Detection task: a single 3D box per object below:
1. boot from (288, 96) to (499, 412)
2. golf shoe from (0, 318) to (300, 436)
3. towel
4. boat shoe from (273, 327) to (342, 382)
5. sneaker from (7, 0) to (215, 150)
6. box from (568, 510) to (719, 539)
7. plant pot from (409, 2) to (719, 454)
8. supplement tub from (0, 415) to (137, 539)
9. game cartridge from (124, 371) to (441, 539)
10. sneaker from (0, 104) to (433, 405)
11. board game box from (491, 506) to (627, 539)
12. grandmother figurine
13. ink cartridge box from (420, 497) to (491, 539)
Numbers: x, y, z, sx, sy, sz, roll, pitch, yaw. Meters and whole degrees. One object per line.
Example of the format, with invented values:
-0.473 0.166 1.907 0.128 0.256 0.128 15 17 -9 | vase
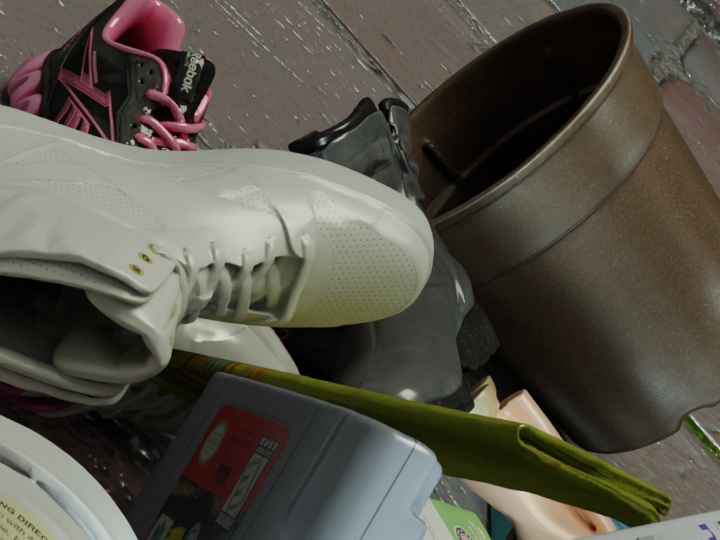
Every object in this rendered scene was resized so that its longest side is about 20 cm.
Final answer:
0.000 0.000 0.951 0.200 0.070 0.132 -58 128 -76 | boot
-0.104 0.032 0.857 0.200 0.075 0.092 33 35 -25 | golf shoe
0.009 0.057 0.777 0.086 0.018 0.200 26 -12 -41 | towel
-0.014 0.025 1.069 0.200 0.062 0.075 44 12 -50 | boat shoe
-0.101 -0.055 0.976 0.079 0.095 0.200 36 24 -37 | sneaker
0.038 0.169 0.683 0.097 0.200 0.176 55 19 18 | box
0.126 -0.014 1.278 0.198 0.200 0.200 51 17 -20 | plant pot
-0.127 0.120 0.495 0.145 0.145 0.200 46 19 -6 | supplement tub
-0.045 0.099 0.665 0.041 0.133 0.200 29 -7 -14 | game cartridge
-0.061 0.008 0.768 0.199 0.074 0.116 9 32 -18 | sneaker
0.129 0.192 1.077 0.151 0.047 0.200 43 20 -14 | board game box
0.107 0.136 0.970 0.200 0.061 0.121 48 12 0 | grandmother figurine
-0.006 0.138 0.848 0.200 0.067 0.117 26 28 -51 | ink cartridge box
